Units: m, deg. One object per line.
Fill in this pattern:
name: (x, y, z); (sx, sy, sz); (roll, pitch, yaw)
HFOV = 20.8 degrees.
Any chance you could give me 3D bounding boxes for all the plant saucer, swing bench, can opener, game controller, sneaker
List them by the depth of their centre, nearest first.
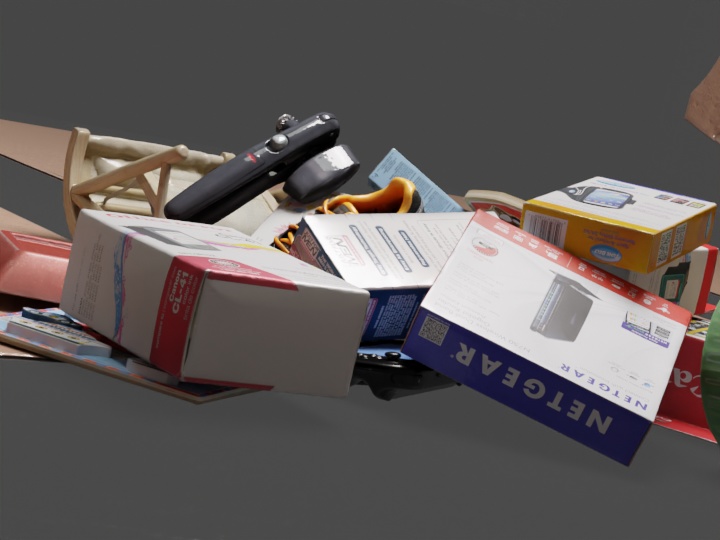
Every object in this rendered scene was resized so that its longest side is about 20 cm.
game controller: (0.031, 0.074, 1.595); (0.104, 0.042, 0.200); (16, 7, 22)
plant saucer: (-0.220, 0.005, 1.643); (0.199, 0.037, 0.200); (11, 3, -17)
sneaker: (-0.029, -0.025, 1.717); (0.199, 0.077, 0.078); (-22, 44, -24)
can opener: (-0.096, -0.089, 1.812); (0.199, 0.064, 0.079); (-25, 50, -25)
swing bench: (-0.164, -0.057, 1.937); (0.198, 0.130, 0.200); (7, 4, -40)

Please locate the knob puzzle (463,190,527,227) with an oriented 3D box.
knob puzzle: (0.187, -0.018, 2.013); (0.219, 0.031, 0.220); (33, -11, 7)

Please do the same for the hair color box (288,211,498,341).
hair color box: (0.046, 0.004, 1.665); (0.199, 0.061, 0.100); (-2, 40, -32)

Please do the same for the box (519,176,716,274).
box: (0.229, -0.043, 1.705); (0.119, 0.042, 0.200); (15, 14, 25)

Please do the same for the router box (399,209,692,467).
router box: (0.152, 0.049, 1.560); (0.199, 0.049, 0.180); (26, 32, 5)

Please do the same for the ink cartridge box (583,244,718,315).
ink cartridge box: (0.246, -0.002, 1.802); (0.116, 0.068, 0.200); (19, 13, 35)

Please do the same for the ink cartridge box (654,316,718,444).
ink cartridge box: (0.292, 0.091, 1.770); (0.199, 0.084, 0.175); (16, 9, 28)

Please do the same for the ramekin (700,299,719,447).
ramekin: (0.363, 0.079, 1.577); (0.199, 0.201, 0.097); (7, 1, -41)

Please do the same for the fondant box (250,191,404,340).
fondant box: (0.000, 0.000, 1.795); (0.199, 0.058, 0.144); (17, 39, 19)

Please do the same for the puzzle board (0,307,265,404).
puzzle board: (-0.171, 0.057, 1.448); (0.199, 0.017, 0.151); (16, 7, 20)

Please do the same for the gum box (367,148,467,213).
gum box: (0.096, -0.047, 2.118); (0.200, 0.045, 0.170); (41, 0, 1)

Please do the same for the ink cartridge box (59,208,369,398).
ink cartridge box: (-0.110, 0.022, 1.435); (0.147, 0.086, 0.200); (7, 11, -36)
